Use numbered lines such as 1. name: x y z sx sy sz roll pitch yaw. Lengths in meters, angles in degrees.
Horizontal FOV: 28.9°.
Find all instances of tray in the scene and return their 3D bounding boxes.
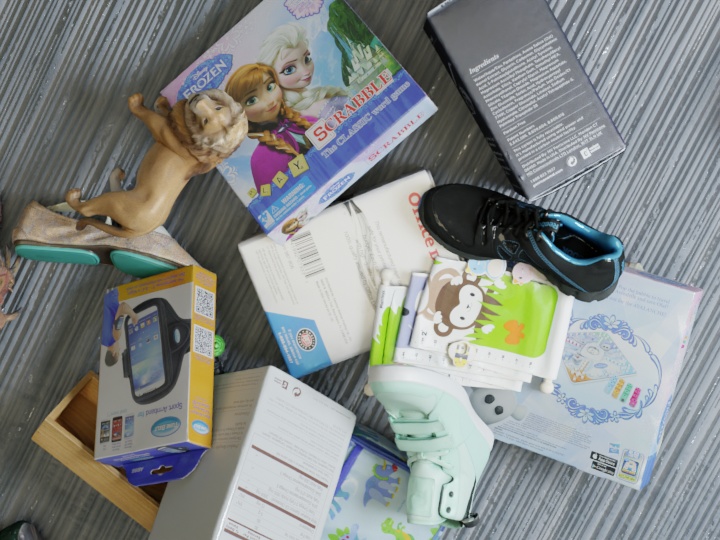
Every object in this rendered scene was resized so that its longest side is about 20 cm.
1. tray: -0.222 0.196 1.398 0.200 0.099 0.037 40 120 -3

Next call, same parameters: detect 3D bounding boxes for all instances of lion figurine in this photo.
1. lion figurine: -0.189 -0.093 1.317 0.122 0.072 0.200 39 106 28

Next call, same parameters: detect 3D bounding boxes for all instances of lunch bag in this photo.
1. lunch bag: -0.013 0.266 1.413 0.161 0.082 0.200 33 95 0

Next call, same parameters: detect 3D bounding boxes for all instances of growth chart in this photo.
1. growth chart: 0.105 0.052 1.333 0.199 0.018 0.145 2 101 -1

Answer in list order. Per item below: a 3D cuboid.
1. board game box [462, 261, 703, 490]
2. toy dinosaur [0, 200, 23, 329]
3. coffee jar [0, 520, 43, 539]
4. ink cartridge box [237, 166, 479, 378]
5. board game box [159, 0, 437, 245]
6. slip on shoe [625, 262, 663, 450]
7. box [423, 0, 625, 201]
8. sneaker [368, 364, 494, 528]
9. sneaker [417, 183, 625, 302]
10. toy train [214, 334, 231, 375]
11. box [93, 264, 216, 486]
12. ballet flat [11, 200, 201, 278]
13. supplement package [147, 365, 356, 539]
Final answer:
1. board game box: 0.209 0.085 1.360 0.200 0.043 0.200 19 103 23
2. toy dinosaur: -0.391 -0.038 1.389 0.135 0.086 0.201 10 81 -10
3. coffee jar: -0.410 0.342 1.428 0.200 0.085 0.105 -25 99 3
4. ink cartridge box: 0.000 0.000 1.377 0.200 0.084 0.145 -21 96 4
5. board game box: -0.063 -0.163 1.339 0.200 0.041 0.200 -41 66 5
6. slip on shoe: 0.267 0.093 1.394 0.061 0.074 0.201 -9 97 23
7. box: 0.150 -0.178 1.321 0.104 0.148 0.200 -29 96 5
8. sneaker: 0.062 0.170 1.298 0.074 0.200 0.118 -3 58 33
9. sneaker: 0.151 -0.040 1.287 0.199 0.082 0.073 20 69 5
10. toy train: -0.150 0.129 1.411 0.056 0.042 0.201 -22 97 -29
11. box: -0.197 0.103 1.339 0.119 0.041 0.201 -15 62 30
12. ballet flat: -0.246 -0.034 1.393 0.199 0.068 0.067 11 69 -2
13. supplement package: -0.105 0.208 1.325 0.117 0.117 0.200 33 62 -31
